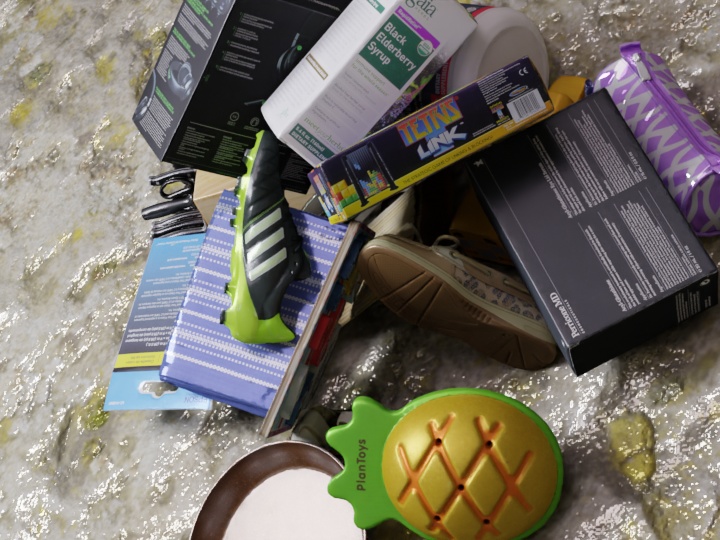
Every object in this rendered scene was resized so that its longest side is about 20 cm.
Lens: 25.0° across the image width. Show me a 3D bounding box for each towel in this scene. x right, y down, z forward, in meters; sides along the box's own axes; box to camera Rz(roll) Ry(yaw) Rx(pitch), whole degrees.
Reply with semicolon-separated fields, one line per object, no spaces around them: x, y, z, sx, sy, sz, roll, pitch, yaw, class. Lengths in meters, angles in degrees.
-0.100;0.033;1.561;0.144;0.024;0.201;16;79;13;towel

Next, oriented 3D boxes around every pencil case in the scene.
0.279;-0.118;1.441;0.083;0.086;0.200;-11;44;-18;pencil case

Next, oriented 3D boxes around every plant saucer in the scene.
-0.069;0.251;1.433;0.199;0.034;0.202;-14;64;31;plant saucer

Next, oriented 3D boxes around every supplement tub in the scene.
0.074;-0.198;1.612;0.199;0.140;0.141;14;67;42;supplement tub

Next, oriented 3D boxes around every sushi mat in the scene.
0.000;0.000;1.541;0.200;0.012;0.096;-40;35;49;sushi mat

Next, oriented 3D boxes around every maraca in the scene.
0.069;0.164;1.345;0.198;0.107;0.138;1;97;11;maraca

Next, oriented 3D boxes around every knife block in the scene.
-0.134;-0.074;1.705;0.176;0.064;0.200;-45;43;-17;knife block

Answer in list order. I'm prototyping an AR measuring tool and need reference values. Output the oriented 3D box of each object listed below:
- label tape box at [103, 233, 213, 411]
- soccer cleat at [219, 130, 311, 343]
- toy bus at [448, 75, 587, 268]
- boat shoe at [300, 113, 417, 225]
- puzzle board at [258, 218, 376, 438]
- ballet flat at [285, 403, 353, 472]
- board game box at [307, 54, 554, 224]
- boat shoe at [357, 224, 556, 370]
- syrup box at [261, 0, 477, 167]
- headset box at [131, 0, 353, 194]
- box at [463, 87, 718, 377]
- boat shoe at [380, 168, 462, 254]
-0.166;0.061;1.650;0.143;0.066;0.201;-5;60;34;label tape box
-0.084;-0.030;1.530;0.080;0.068;0.202;6;87;-7;soccer cleat
0.161;-0.099;1.517;0.065;0.078;0.201;13;67;41;toy bus
-0.002;-0.092;1.569;0.201;0.060;0.072;-33;36;43;boat shoe
-0.032;0.054;1.444;0.017;0.151;0.201;24;90;7;puzzle board
-0.006;0.148;1.456;0.199;0.075;0.068;-3;57;35;ballet flat
0.056;-0.110;1.408;0.199;0.057;0.165;-28;4;-5;board game box
0.086;0.018;1.416;0.073;0.199;0.063;-36;30;48;boat shoe
0.007;-0.188;1.497;0.200;0.079;0.082;-48;29;8;syrup box
-0.097;-0.194;1.559;0.093;0.173;0.201;51;122;46;headset box
0.196;-0.034;1.387;0.140;0.079;0.201;-26;64;-1;box
0.054;-0.031;1.559;0.070;0.070;0.201;-45;29;39;boat shoe
